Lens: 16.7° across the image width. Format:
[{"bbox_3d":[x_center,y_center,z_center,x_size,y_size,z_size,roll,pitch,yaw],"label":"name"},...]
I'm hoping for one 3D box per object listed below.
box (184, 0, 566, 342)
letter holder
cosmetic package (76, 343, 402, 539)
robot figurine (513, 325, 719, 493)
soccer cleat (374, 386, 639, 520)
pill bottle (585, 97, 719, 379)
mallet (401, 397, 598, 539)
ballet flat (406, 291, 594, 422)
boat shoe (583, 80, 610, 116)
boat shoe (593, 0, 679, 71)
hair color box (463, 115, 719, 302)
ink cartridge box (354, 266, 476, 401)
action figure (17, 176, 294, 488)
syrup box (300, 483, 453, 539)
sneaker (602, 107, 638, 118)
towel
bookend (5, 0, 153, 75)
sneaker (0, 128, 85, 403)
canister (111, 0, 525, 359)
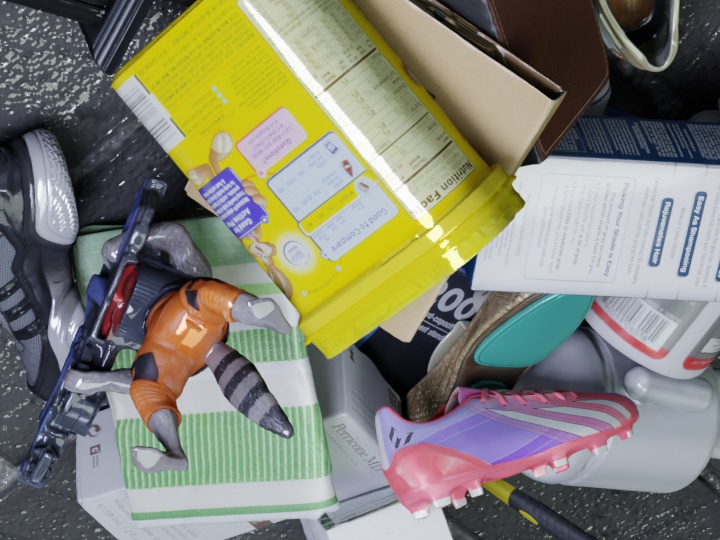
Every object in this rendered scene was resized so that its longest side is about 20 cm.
[{"bbox_3d":[0.005,-0.073,1.405,0.163,0.021,0.200,35,126,5],"label":"box"},{"bbox_3d":[0.057,-0.173,1.426,0.100,0.142,0.200,-8,113,31],"label":"letter holder"},{"bbox_3d":[-0.079,0.119,1.629,0.200,0.074,0.102,-19,142,19],"label":"cosmetic package"},{"bbox_3d":[0.174,0.098,1.737,0.200,0.113,0.170,8,159,-31],"label":"robot figurine"},{"bbox_3d":[0.098,0.101,1.592,0.200,0.077,0.067,-16,170,-32],"label":"soccer cleat"},{"bbox_3d":[0.241,-0.035,1.649,0.114,0.114,0.200,17,120,-35],"label":"pill bottle"},{"bbox_3d":[0.102,0.161,1.713,0.041,0.200,0.066,-41,151,-26],"label":"mallet"},{"bbox_3d":[0.084,0.048,1.621,0.070,0.065,0.200,9,134,-35],"label":"ballet flat"},{"bbox_3d":[0.072,-0.129,1.519,0.200,0.074,0.065,0,133,-25],"label":"boat shoe"},{"bbox_3d":[0.164,-0.209,1.493,0.075,0.068,0.200,-24,134,-3],"label":"boat shoe"},{"bbox_3d":[0.168,-0.039,1.522,0.200,0.061,0.100,3,122,-10],"label":"hair color box"},{"bbox_3d":[0.000,0.000,1.622,0.198,0.043,0.200,28,112,-39],"label":"ink cartridge box"},{"bbox_3d":[-0.118,0.060,1.437,0.105,0.193,0.200,21,102,-24],"label":"action figure"},{"bbox_3d":[0.010,0.183,1.676,0.079,0.200,0.082,-21,96,-7],"label":"syrup box"},{"bbox_3d":[0.123,-0.062,1.582,0.199,0.071,0.083,3,115,-6],"label":"sneaker"},{"bbox_3d":[-0.097,0.064,1.533,0.152,0.023,0.200,-5,104,25],"label":"towel"},{"bbox_3d":[-0.185,-0.231,1.299,0.200,0.092,0.199,15,122,-32],"label":"bookend"},{"bbox_3d":[-0.230,0.005,1.504,0.114,0.076,0.200,-9,129,-12],"label":"sneaker"},{"bbox_3d":[-0.026,-0.071,1.356,0.148,0.087,0.200,-36,95,35],"label":"canister"}]
